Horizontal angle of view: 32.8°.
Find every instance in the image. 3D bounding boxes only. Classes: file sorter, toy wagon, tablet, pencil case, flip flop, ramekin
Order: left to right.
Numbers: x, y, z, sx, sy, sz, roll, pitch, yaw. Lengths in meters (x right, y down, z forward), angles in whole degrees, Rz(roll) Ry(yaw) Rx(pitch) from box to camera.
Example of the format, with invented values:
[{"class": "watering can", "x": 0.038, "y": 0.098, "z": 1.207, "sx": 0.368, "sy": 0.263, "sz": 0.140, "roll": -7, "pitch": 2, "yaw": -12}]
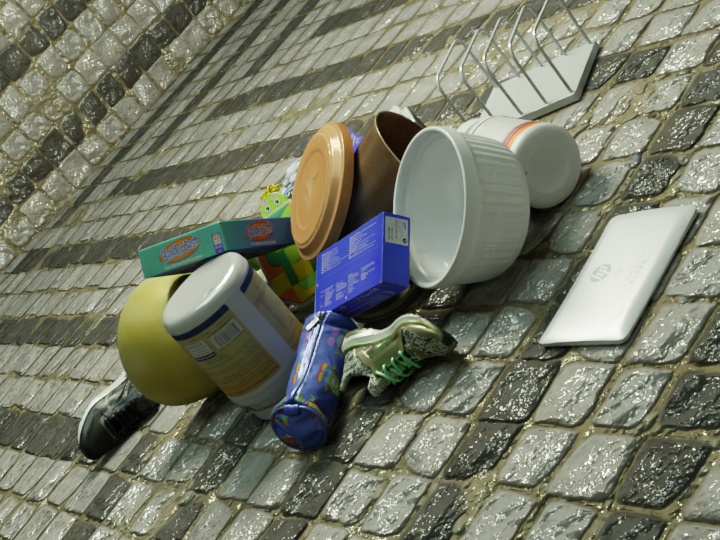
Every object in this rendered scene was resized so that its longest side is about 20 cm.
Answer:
[{"class": "toy wagon", "x": -0.106, "y": -0.044, "z": 1.873, "sx": 0.154, "sy": 0.202, "sz": 0.039, "roll": -34, "pitch": -16, "yaw": 16}, {"class": "pencil case", "x": -0.057, "y": 0.135, "z": 1.587, "sx": 0.077, "sy": 0.087, "sz": 0.201, "roll": -10, "pitch": 37, "yaw": 24}, {"class": "flip flop", "x": 0.065, "y": 0.000, "z": 1.663, "sx": 0.199, "sy": 0.058, "sz": 0.081, "roll": -35, "pitch": 24, "yaw": 16}, {"class": "ramekin", "x": 0.129, "y": -0.077, "z": 1.538, "sx": 0.200, "sy": 0.104, "sz": 0.204, "roll": -178, "pitch": 90, "yaw": -65}, {"class": "file sorter", "x": 0.234, "y": -0.309, "z": 1.848, "sx": 0.198, "sy": 0.125, "sz": 0.140, "roll": -20, "pitch": 32, "yaw": 41}, {"class": "tablet", "x": 0.286, "y": 0.005, "z": 1.361, "sx": 0.129, "sy": 0.014, "sz": 0.201, "roll": -8, "pitch": 40, "yaw": 53}]

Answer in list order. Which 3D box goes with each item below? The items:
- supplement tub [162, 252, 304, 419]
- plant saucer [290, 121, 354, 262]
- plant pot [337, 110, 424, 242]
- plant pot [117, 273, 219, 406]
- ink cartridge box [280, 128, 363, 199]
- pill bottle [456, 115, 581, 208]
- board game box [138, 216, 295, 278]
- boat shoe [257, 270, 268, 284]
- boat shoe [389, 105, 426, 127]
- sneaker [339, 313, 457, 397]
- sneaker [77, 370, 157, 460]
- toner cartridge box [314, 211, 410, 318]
[{"class": "supplement tub", "x": -0.159, "y": 0.092, "z": 1.672, "sx": 0.144, "sy": 0.201, "sz": 0.145, "roll": -33, "pitch": 23, "yaw": 16}, {"class": "plant saucer", "x": -0.060, "y": -0.114, "z": 1.752, "sx": 0.200, "sy": 0.032, "sz": 0.204, "roll": -170, "pitch": 90, "yaw": -68}, {"class": "plant pot", "x": 0.036, "y": -0.089, "z": 1.746, "sx": 0.200, "sy": 0.186, "sz": 0.188, "roll": -50, "pitch": 18, "yaw": 25}, {"class": "plant pot", "x": -0.235, "y": 0.097, "z": 1.796, "sx": 0.141, "sy": 0.201, "sz": 0.201, "roll": -7, "pitch": 41, "yaw": 48}, {"class": "ink cartridge box", "x": -0.058, "y": -0.177, "z": 2.185, "sx": 0.199, "sy": 0.043, "sz": 0.199, "roll": -30, "pitch": 25, "yaw": 23}, {"class": "pill bottle", "x": 0.202, "y": -0.150, "z": 1.641, "sx": 0.110, "sy": 0.110, "sz": 0.200, "roll": -45, "pitch": 23, "yaw": -8}, {"class": "board game box", "x": -0.204, "y": -0.035, "z": 1.783, "sx": 0.150, "sy": 0.046, "sz": 0.199, "roll": -17, "pitch": -3, "yaw": 27}, {"class": "boat shoe", "x": -0.090, "y": -0.033, "z": 1.933, "sx": 0.202, "sy": 0.074, "sz": 0.065, "roll": -43, "pitch": 29, "yaw": 8}, {"class": "boat shoe", "x": 0.072, "y": -0.230, "z": 2.039, "sx": 0.065, "sy": 0.074, "sz": 0.202, "roll": -47, "pitch": 19, "yaw": 2}, {"class": "sneaker", "x": 0.043, "y": 0.116, "z": 1.502, "sx": 0.199, "sy": 0.076, "sz": 0.090, "roll": -21, "pitch": 43, "yaw": 50}, {"class": "sneaker", "x": -0.376, "y": 0.217, "z": 1.968, "sx": 0.087, "sy": 0.076, "sz": 0.201, "roll": -4, "pitch": 43, "yaw": 46}, {"class": "toner cartridge box", "x": 0.000, "y": 0.000, "z": 1.617, "sx": 0.200, "sy": 0.043, "sz": 0.096, "roll": -30, "pitch": 53, "yaw": 59}]
